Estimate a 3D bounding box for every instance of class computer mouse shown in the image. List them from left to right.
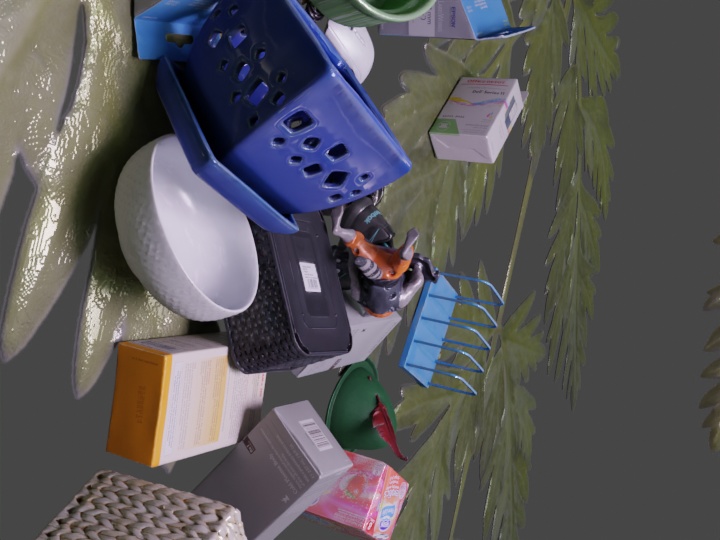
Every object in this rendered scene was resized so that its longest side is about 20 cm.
[{"bbox_3d":[-0.018,-0.335,1.231,0.110,0.044,0.200,-67,149,-24],"label":"computer mouse"}]

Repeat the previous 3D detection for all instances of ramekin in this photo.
[{"bbox_3d":[0.008,-0.409,1.133,0.200,0.098,0.201,1,89,-38],"label":"ramekin"}]

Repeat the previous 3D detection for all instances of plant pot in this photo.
[{"bbox_3d":[-0.091,-0.167,0.946,0.180,0.200,0.200,-35,146,9],"label":"plant pot"}]

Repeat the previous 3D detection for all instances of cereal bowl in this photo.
[{"bbox_3d":[-0.193,-0.037,0.935,0.200,0.083,0.200,54,24,-37],"label":"cereal bowl"}]

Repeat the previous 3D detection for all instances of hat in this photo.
[{"bbox_3d":[0.053,0.249,1.421,0.200,0.176,0.166,-55,144,-37],"label":"hat"}]

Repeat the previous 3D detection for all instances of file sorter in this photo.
[{"bbox_3d":[0.176,0.119,1.664,0.139,0.122,0.201,45,61,-56],"label":"file sorter"}]

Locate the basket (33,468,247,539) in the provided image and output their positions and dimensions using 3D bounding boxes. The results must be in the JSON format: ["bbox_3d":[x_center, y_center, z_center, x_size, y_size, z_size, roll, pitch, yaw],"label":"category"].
[{"bbox_3d":[-0.227,0.343,0.929,0.161,0.199,0.199,-55,144,-47],"label":"basket"}]

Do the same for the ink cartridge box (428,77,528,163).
[{"bbox_3d":[0.218,-0.288,1.603,0.200,0.117,0.067,-60,144,-32],"label":"ink cartridge box"}]

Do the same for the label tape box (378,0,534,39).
[{"bbox_3d":[0.146,-0.390,1.333,0.143,0.199,0.066,-34,127,-53],"label":"label tape box"}]

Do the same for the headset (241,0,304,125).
[{"bbox_3d":[-0.080,-0.256,1.091,0.124,0.094,0.200,-57,133,-36],"label":"headset"}]

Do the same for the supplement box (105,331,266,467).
[{"bbox_3d":[-0.197,0.143,1.036,0.200,0.073,0.126,1,98,-62],"label":"supplement box"}]

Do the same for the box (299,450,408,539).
[{"bbox_3d":[-0.049,0.299,1.229,0.095,0.199,0.103,-67,150,-21],"label":"box"}]

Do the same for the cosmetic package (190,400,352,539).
[{"bbox_3d":[-0.118,0.264,1.094,0.200,0.107,0.090,-47,159,18],"label":"cosmetic package"}]

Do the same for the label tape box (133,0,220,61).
[{"bbox_3d":[-0.168,-0.323,0.938,0.143,0.066,0.201,-17,113,-58],"label":"label tape box"}]

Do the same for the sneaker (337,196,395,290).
[{"bbox_3d":[0.001,-0.016,1.289,0.075,0.079,0.200,-40,158,-31],"label":"sneaker"}]

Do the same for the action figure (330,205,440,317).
[{"bbox_3d":[0.000,0.000,1.181,0.194,0.199,0.105,77,23,-54],"label":"action figure"}]

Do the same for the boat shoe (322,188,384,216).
[{"bbox_3d":[-0.008,-0.111,1.308,0.200,0.060,0.074,-6,104,-61],"label":"boat shoe"}]

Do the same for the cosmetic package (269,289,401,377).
[{"bbox_3d":[-0.033,0.086,1.281,0.102,0.074,0.200,-50,158,22],"label":"cosmetic package"}]

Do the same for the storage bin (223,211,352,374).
[{"bbox_3d":[-0.097,0.016,1.074,0.135,0.094,0.201,7,66,-62],"label":"storage bin"}]
